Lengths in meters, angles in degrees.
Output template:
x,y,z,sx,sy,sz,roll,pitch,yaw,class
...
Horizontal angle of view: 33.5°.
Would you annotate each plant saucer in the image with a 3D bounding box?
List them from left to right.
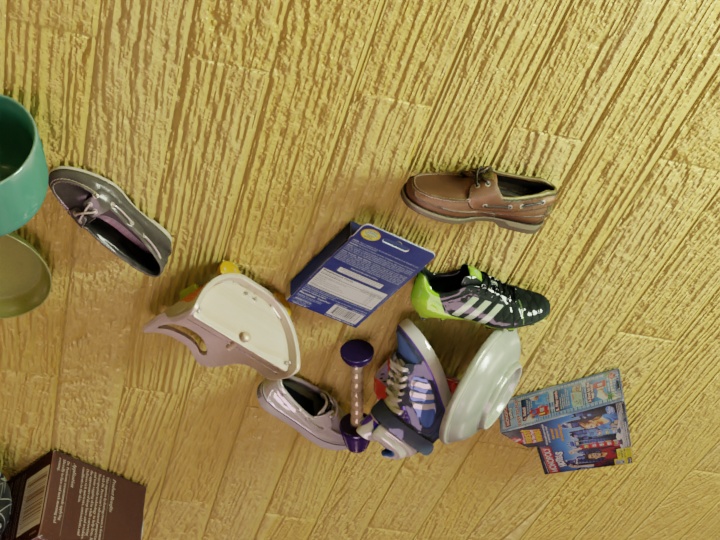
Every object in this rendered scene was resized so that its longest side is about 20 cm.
x,y,z,sx,sy,sz,roll,pitch,yaw,class
-0.516,-0.006,1.621,0.197,0.031,0.201,0,141,0,plant saucer
0.184,0.170,1.711,0.050,0.200,0.201,30,146,19,plant saucer

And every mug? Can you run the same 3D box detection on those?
x,y,z,sx,sy,sz,roll,pitch,yaw,class
-0.447,-0.125,1.399,0.150,0.186,0.115,-19,147,-15,mug

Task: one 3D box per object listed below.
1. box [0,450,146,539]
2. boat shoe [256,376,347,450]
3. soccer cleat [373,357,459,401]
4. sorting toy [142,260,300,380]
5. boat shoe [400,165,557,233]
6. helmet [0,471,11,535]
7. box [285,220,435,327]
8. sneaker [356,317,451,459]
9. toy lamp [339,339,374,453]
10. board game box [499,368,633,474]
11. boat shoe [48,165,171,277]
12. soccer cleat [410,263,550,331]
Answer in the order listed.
x,y,z,sx,sy,sz,roll,pitch,yaw,class
-0.502,0.442,2.067,0.199,0.167,0.164,31,132,-32,box
-0.069,0.221,1.868,0.199,0.074,0.065,29,138,-32,boat shoe
0.117,0.181,1.829,0.197,0.067,0.077,11,136,-10,soccer cleat
-0.210,0.082,1.685,0.179,0.108,0.199,-23,137,36,sorting toy
0.148,-0.101,1.481,0.197,0.073,0.068,5,138,-22,boat shoe
-0.676,0.394,1.989,0.190,0.200,0.201,-41,140,-13,helmet
0.000,0.000,1.626,0.120,0.033,0.200,23,137,-26,box
0.052,0.185,1.745,0.145,0.081,0.202,-28,117,-9,sneaker
-0.005,0.196,1.821,0.057,0.059,0.202,1,128,-2,toy lamp
0.326,0.247,1.910,0.197,0.062,0.201,-8,141,12,board game box
-0.318,-0.061,1.531,0.066,0.058,0.200,-26,134,29,boat shoe
0.168,0.034,1.648,0.197,0.068,0.082,4,129,-5,soccer cleat
